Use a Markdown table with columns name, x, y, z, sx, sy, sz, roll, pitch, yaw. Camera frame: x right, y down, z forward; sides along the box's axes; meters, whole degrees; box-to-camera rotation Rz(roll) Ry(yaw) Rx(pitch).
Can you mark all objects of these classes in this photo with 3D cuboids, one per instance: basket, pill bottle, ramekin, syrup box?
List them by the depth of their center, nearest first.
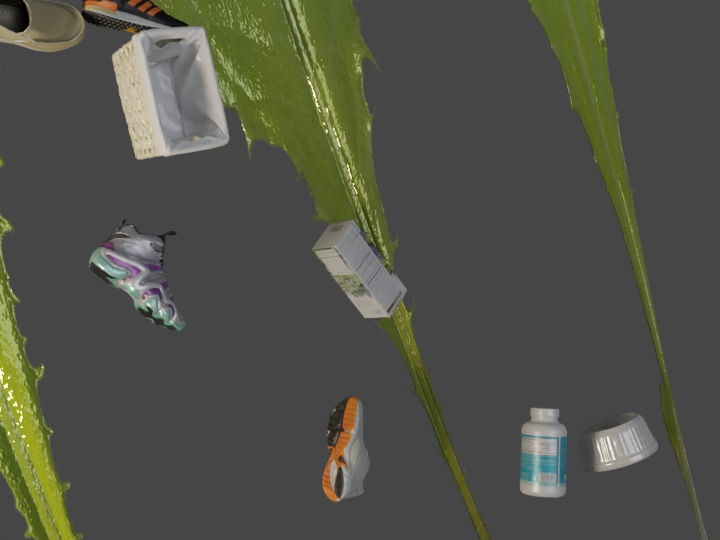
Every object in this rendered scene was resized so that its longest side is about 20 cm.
| name | x | y | z | sx | sy | sz | roll | pitch | yaw |
| --- | --- | --- | --- | --- | --- | --- | --- | --- | --- |
| basket | -0.325 | -0.296 | 1.507 | 0.134 | 0.122 | 0.204 | -18 | 99 | -40 |
| syrup box | 0.000 | 0.000 | 1.794 | 0.201 | 0.078 | 0.082 | 51 | 57 | -26 |
| pill bottle | 0.438 | 0.431 | 2.120 | 0.109 | 0.110 | 0.205 | 8 | 82 | -39 |
| ramekin | 0.643 | 0.430 | 2.248 | 0.200 | 0.201 | 0.096 | -16 | 86 | -39 |

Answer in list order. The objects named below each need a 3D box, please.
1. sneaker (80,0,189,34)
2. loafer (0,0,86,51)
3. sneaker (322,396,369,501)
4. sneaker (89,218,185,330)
| name | x | y | z | sx | sy | sz | roll | pitch | yaw |
| --- | --- | --- | --- | --- | --- | --- | --- | --- | --- |
| sneaker | -0.374 | -0.450 | 1.508 | 0.197 | 0.069 | 0.092 | 5 | 87 | -38 |
| loafer | -0.517 | -0.387 | 1.383 | 0.197 | 0.068 | 0.077 | -10 | 93 | -40 |
| sneaker | -0.018 | 0.354 | 1.770 | 0.091 | 0.075 | 0.205 | 12 | 87 | -46 |
| sneaker | -0.344 | -0.004 | 1.501 | 0.200 | 0.077 | 0.141 | 47 | 60 | -29 |
